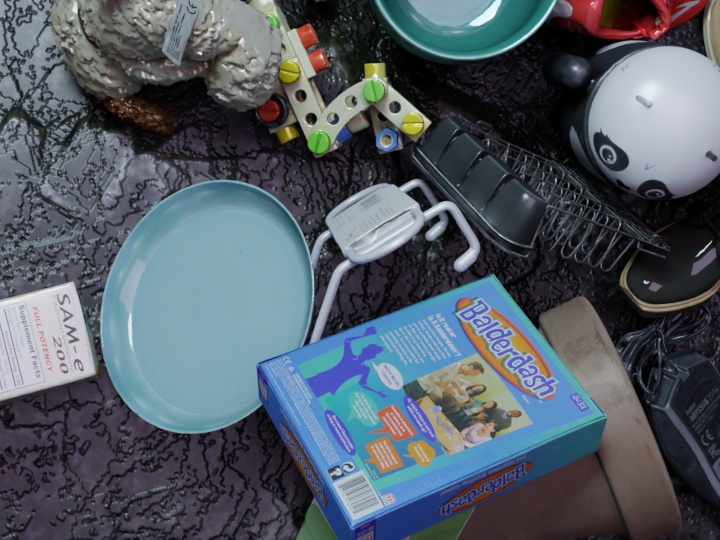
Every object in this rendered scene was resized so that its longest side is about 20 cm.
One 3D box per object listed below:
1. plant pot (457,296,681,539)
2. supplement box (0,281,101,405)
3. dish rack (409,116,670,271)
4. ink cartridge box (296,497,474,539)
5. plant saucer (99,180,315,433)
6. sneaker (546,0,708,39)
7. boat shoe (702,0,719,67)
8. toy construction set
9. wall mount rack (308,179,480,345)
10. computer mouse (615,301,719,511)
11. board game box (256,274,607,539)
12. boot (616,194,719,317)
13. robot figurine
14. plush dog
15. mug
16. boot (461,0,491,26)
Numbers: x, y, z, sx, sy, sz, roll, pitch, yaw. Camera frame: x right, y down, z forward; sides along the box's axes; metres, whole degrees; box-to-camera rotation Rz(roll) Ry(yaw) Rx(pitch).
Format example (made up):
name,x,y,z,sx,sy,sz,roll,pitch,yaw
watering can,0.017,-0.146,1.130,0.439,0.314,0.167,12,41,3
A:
name,x,y,z,sx,sy,sz,roll,pitch,yaw
plant pot,0.139,0.144,0.926,0.174,0.200,0.201,-22,90,4
supplement box,-0.300,0.071,0.859,0.199,0.126,0.074,-15,87,-13
dish rack,0.154,-0.056,0.941,0.199,0.154,0.055,15,116,-38
ink cartridge box,0.016,0.194,0.888,0.059,0.201,0.104,-7,43,-35
plant saucer,-0.118,0.029,0.901,0.199,0.027,0.201,-7,73,25
sneaker,0.241,-0.225,0.991,0.199,0.085,0.077,-14,127,-34
boat shoe,0.379,-0.168,1.048,0.073,0.069,0.201,-24,91,-13
toy construction set,-0.035,-0.179,0.951,0.131,0.092,0.201,-23,82,12
wall mount rack,0.000,0.000,0.905,0.173,0.200,0.075,-32,105,0
computer mouse,0.296,0.128,1.015,0.138,0.053,0.201,-32,91,-35
board game box,0.047,0.096,0.810,0.199,0.045,0.152,-19,50,-19
boot,0.314,-0.050,0.977,0.199,0.139,0.078,-32,67,-21
robot figurine,0.232,-0.124,0.945,0.149,0.200,0.126,-8,103,-1
plush dog,-0.177,-0.196,0.887,0.160,0.171,0.201,-18,87,-43
mug,0.094,-0.238,0.912,0.184,0.114,0.153,8,97,-3
boot,0.120,-0.314,0.999,0.203,0.073,0.154,-37,99,-8
